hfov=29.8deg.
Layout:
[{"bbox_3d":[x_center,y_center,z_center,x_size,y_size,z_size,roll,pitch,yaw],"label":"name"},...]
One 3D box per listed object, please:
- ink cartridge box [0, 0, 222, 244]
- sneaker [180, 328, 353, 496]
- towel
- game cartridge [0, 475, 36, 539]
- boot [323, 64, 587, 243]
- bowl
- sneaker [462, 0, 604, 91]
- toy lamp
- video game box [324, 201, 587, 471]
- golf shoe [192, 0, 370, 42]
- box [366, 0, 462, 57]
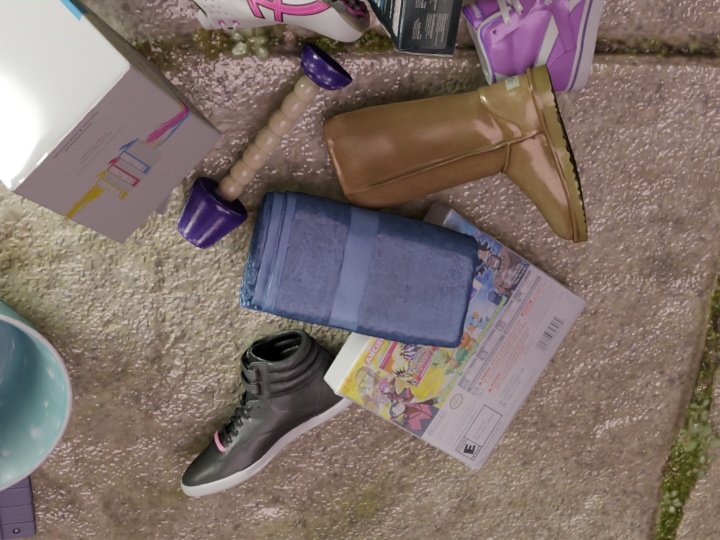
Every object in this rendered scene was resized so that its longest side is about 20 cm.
[{"bbox_3d":[-0.213,-0.120,1.048,0.125,0.129,0.200,-46,161,4],"label":"ink cartridge box"},{"bbox_3d":[-0.106,0.128,1.289,0.200,0.071,0.099,-35,118,0],"label":"sneaker"},{"bbox_3d":[0.000,0.000,1.193,0.199,0.049,0.112,13,95,-10],"label":"towel"},{"bbox_3d":[-0.414,0.207,1.280,0.199,0.038,0.130,-5,123,-10],"label":"game cartridge"},{"bbox_3d":[0.088,-0.084,1.195,0.199,0.066,0.176,-15,112,13],"label":"boot"},{"bbox_3d":[-0.360,0.093,1.179,0.200,0.105,0.201,-11,124,-16],"label":"bowl"},{"bbox_3d":[0.146,-0.243,1.140,0.114,0.073,0.201,-1,118,-10],"label":"sneaker"},{"bbox_3d":[-0.087,-0.104,1.173,0.058,0.058,0.200,35,104,-26],"label":"toy lamp"},{"bbox_3d":[0.091,0.065,1.283,0.182,0.047,0.200,32,91,-28],"label":"video game box"},{"bbox_3d":[-0.089,-0.231,1.097,0.199,0.073,0.092,26,116,-13],"label":"golf shoe"},{"bbox_3d":[0.043,-0.281,1.004,0.046,0.159,0.201,0,120,-14],"label":"box"}]
